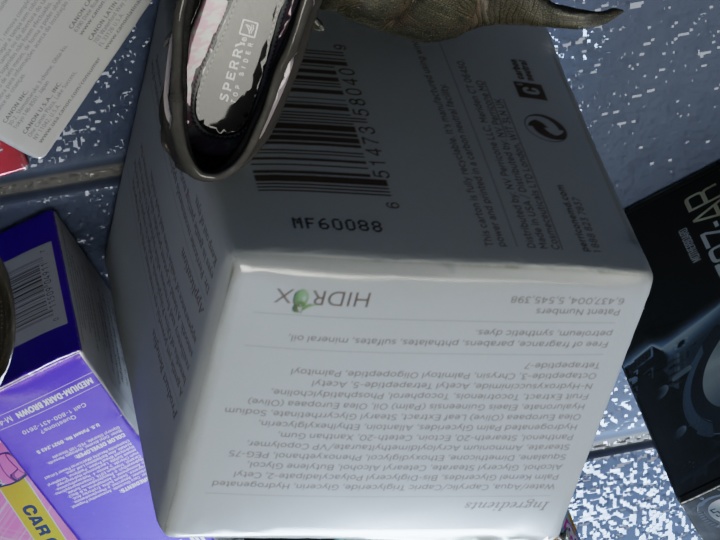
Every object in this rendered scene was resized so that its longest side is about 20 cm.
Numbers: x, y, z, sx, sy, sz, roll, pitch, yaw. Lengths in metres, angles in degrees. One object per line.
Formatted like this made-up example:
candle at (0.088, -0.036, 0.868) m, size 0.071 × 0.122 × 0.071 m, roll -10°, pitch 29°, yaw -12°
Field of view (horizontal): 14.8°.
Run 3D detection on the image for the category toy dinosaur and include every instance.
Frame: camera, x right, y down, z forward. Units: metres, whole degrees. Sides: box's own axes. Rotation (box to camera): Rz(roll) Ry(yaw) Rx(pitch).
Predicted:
toy dinosaur at (0.019, -0.135, 1.219) m, size 0.200 × 0.077 × 0.102 m, roll 0°, pitch 156°, yaw -30°

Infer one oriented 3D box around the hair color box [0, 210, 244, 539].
hair color box at (-0.126, 0.079, 1.371) m, size 0.065 × 0.109 × 0.200 m, roll -26°, pitch 131°, yaw 8°

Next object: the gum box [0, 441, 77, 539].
gum box at (-0.195, 0.146, 1.435) m, size 0.113 × 0.066 × 0.200 m, roll -21°, pitch 132°, yaw 5°

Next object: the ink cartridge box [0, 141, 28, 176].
ink cartridge box at (-0.265, -0.085, 1.208) m, size 0.200 × 0.083 × 0.147 m, roll -20°, pitch 133°, yaw 1°

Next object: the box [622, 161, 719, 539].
box at (0.205, 0.023, 1.354) m, size 0.160 × 0.200 × 0.044 m, roll -27°, pitch 131°, yaw 9°

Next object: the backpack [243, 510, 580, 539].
backpack at (0.035, 0.175, 1.474) m, size 0.176 × 0.153 × 0.200 m, roll -39°, pitch 136°, yaw 11°

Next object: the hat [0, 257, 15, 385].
hat at (-0.244, 0.050, 1.209) m, size 0.201 × 0.081 × 0.201 m, roll -3°, pitch 131°, yaw -4°

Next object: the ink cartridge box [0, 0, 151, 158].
ink cartridge box at (-0.163, -0.155, 1.109) m, size 0.200 × 0.050 × 0.161 m, roll 30°, pitch 99°, yaw -39°

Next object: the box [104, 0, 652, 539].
box at (0.000, 0.000, 1.277) m, size 0.200 × 0.199 × 0.171 m, roll 3°, pitch 129°, yaw -18°

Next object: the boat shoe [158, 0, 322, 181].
boat shoe at (-0.038, -0.129, 1.122) m, size 0.067 × 0.057 × 0.200 m, roll 12°, pitch 109°, yaw -9°
